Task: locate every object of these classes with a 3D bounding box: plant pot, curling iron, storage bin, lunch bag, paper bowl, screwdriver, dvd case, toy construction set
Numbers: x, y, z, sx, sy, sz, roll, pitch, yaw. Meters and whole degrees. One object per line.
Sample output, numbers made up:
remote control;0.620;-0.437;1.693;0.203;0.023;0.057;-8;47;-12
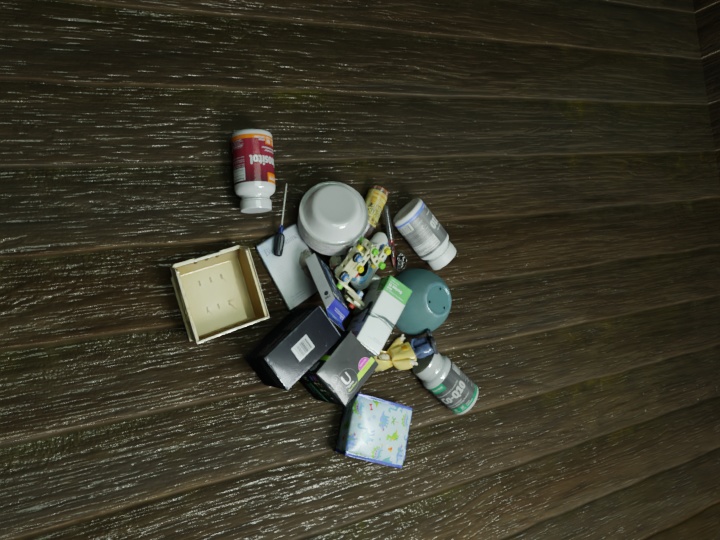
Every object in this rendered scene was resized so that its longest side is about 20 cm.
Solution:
plant pot;0.197;0.090;1.850;0.195;0.134;0.207;3;83;-28
curling iron;0.099;-0.097;1.857;0.048;0.025;0.205;-21;106;-14
storage bin;-0.361;0.056;1.576;0.196;0.093;0.204;-18;94;-28
lunch bag;0.044;0.448;1.735;0.195;0.127;0.175;16;77;-15
paper bowl;-0.074;-0.153;1.707;0.194;0.105;0.206;5;63;-10
screwdriver;-0.216;-0.140;1.689;0.029;0.027;0.207;11;81;-56
dvd case;-0.188;-0.013;1.719;0.141;0.017;0.204;-32;100;-26
toy construction set;0.000;0.000;1.687;0.130;0.091;0.204;32;82;-50

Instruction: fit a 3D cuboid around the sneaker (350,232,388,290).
sneaker;0.027;-0.037;1.789;0.203;0.070;0.073;-63;151;-29

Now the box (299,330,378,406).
box;-0.074;0.257;1.649;0.125;0.199;0.149;48;66;-14

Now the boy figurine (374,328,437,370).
boy figurine;0.125;0.237;1.814;0.194;0.126;0.066;-17;129;1

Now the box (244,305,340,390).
box;-0.179;0.198;1.610;0.199;0.181;0.105;-43;104;-24

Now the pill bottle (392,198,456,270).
pill bottle;0.198;-0.107;1.883;0.201;0.113;0.114;49;66;-15

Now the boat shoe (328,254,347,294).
boat shoe;-0.062;-0.034;1.761;0.060;0.071;0.207;1;81;-9

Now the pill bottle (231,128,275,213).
pill bottle;-0.283;-0.261;1.642;0.110;0.112;0.207;-3;86;-28

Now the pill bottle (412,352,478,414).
pill bottle;0.255;0.332;1.867;0.199;0.112;0.114;42;68;-17

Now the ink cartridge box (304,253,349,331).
ink cartridge box;-0.083;0.056;1.651;0.039;0.100;0.203;-30;57;8

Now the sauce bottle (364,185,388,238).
sauce bottle;0.022;-0.151;1.821;0.065;0.066;0.205;27;73;-22

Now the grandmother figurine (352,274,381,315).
grandmother figurine;0.036;0.114;1.805;0.119;0.060;0.207;6;84;-37

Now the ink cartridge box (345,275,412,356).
ink cartridge box;0.042;0.127;1.701;0.082;0.146;0.203;33;73;-12
